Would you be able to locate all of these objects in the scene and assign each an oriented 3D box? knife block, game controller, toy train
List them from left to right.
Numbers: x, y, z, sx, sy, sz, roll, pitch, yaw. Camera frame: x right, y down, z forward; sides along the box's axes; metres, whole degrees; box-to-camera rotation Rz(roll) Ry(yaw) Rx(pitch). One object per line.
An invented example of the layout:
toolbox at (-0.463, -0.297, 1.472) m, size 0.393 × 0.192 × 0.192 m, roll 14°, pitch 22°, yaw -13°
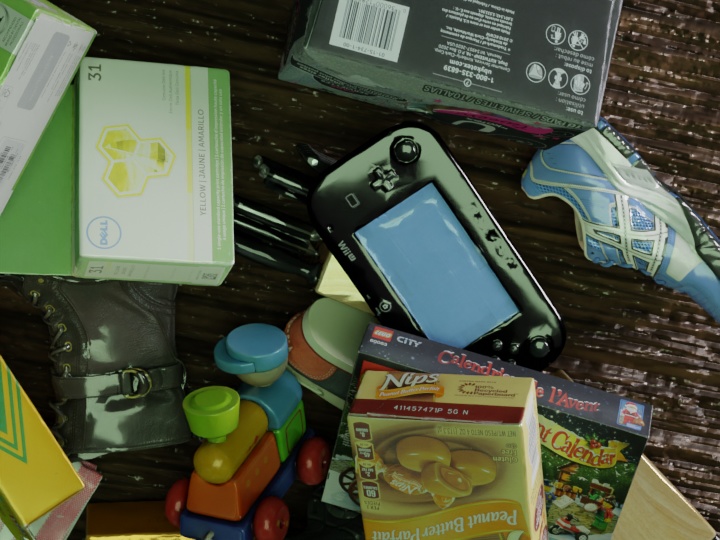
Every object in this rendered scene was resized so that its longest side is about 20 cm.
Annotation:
toy train at (-0.095, 0.130, 1.255) m, size 0.084 × 0.200 × 0.116 m, roll 8°, pitch 123°, yaw 22°
knife block at (0.000, 0.000, 1.316) m, size 0.175 × 0.064 × 0.200 m, roll -23°, pitch 105°, yaw -2°
game controller at (0.051, -0.001, 1.269) m, size 0.104 × 0.042 × 0.200 m, roll -35°, pitch 104°, yaw 0°
knife block at (0.216, 0.177, 1.377) m, size 0.175 × 0.064 × 0.200 m, roll 0°, pitch 102°, yaw -9°

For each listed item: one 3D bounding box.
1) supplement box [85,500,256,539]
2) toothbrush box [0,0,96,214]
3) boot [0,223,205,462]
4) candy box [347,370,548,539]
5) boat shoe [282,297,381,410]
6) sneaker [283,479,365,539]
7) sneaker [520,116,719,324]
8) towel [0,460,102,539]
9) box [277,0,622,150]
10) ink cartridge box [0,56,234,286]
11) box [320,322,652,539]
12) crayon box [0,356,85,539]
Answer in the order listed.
supplement box at (-0.132, 0.268, 1.349) m, size 0.126 × 0.074 × 0.200 m, roll -1°, pitch 102°, yaw -8°
toothbrush box at (-0.292, -0.140, 1.190) m, size 0.200 × 0.086 × 0.146 m, roll 31°, pitch 97°, yaw 16°
boot at (-0.204, 0.049, 1.296) m, size 0.200 × 0.069 × 0.175 m, roll 1°, pitch 103°, yaw -9°
candy box at (0.063, 0.163, 1.253) m, size 0.115 × 0.055 × 0.200 m, roll 2°, pitch 123°, yaw 16°
boat shoe at (0.029, 0.090, 1.342) m, size 0.200 × 0.071 × 0.063 m, roll 32°, pitch 138°, yaw -16°
sneaker at (-0.033, 0.221, 1.305) m, size 0.076 × 0.200 × 0.091 m, roll 17°, pitch 119°, yaw 29°
sneaker at (0.199, -0.028, 1.339) m, size 0.200 × 0.076 × 0.077 m, roll 45°, pitch 99°, yaw -5°
towel at (-0.301, 0.157, 1.325) m, size 0.200 × 0.030 × 0.147 m, roll 30°, pitch 96°, yaw -13°
box at (0.059, -0.169, 1.250) m, size 0.200 × 0.115 × 0.132 m, roll 14°, pitch 83°, yaw -10°
ink cartridge box at (-0.186, -0.068, 1.240) m, size 0.200 × 0.048 × 0.146 m, roll 4°, pitch 68°, yaw -16°
box at (0.083, 0.125, 1.281) m, size 0.200 × 0.038 × 0.137 m, roll 16°, pitch 125°, yaw 4°
crayon box at (-0.247, 0.101, 1.251) m, size 0.051 × 0.127 × 0.200 m, roll -34°, pitch 96°, yaw -17°
